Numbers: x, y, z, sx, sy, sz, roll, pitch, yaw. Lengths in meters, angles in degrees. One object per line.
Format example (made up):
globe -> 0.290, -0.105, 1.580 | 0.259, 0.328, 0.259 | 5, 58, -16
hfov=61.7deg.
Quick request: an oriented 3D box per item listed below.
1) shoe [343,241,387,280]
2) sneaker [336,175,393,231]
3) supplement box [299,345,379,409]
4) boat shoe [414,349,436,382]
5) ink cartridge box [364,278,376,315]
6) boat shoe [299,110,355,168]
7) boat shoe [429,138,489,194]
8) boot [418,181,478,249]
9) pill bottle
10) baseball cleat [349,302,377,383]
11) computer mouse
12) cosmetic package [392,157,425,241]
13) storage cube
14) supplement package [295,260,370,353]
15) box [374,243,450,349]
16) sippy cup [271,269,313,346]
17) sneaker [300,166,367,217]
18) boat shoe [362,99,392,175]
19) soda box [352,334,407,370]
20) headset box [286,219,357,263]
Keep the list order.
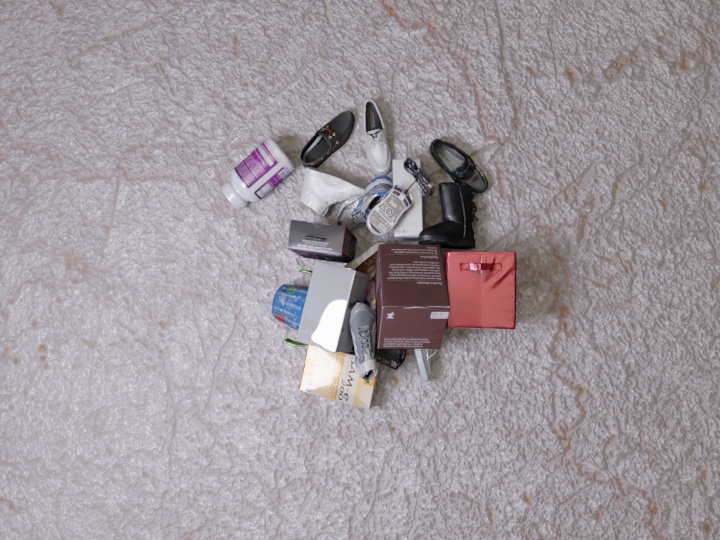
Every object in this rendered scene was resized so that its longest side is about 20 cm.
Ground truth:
shoe -> 0.000, 0.000, 1.575 | 0.200, 0.053, 0.070 | -45, 103, 1
sneaker -> 0.011, -0.159, 1.585 | 0.200, 0.076, 0.086 | -42, 41, 27
supplement box -> -0.052, 0.277, 1.590 | 0.195, 0.073, 0.130 | 12, 87, 10
boat shoe -> 0.178, 0.181, 1.567 | 0.084, 0.075, 0.207 | -10, 74, 5
ink cartridge box -> 0.031, 0.092, 1.615 | 0.095, 0.037, 0.200 | -43, 82, 3
boat shoe -> -0.089, -0.362, 1.663 | 0.074, 0.063, 0.202 | 43, 91, 13
boat shoe -> 0.260, -0.279, 1.593 | 0.074, 0.066, 0.200 | -42, 80, 3
boot -> 0.221, -0.142, 1.535 | 0.194, 0.073, 0.167 | 3, 81, -34
pill bottle -> -0.285, -0.262, 1.660 | 0.199, 0.112, 0.113 | -40, 80, 3
baseball cleat -> 0.017, 0.182, 1.463 | 0.068, 0.107, 0.204 | -12, 122, -9
computer mouse -> 0.091, -0.174, 1.513 | 0.110, 0.044, 0.200 | 44, 92, -3
cosmetic package -> 0.128, -0.183, 1.585 | 0.079, 0.113, 0.206 | -1, 87, 10
storage cube -> 0.293, 0.048, 1.494 | 0.166, 0.200, 0.185 | 0, 90, 7
supplement package -> -0.066, 0.091, 1.503 | 0.115, 0.117, 0.205 | 14, 89, 21
box -> 0.120, 0.063, 1.480 | 0.161, 0.166, 0.204 | 1, 49, -3
sippy cup -> -0.162, 0.098, 1.604 | 0.127, 0.141, 0.181 | 15, 62, 20
sneaker -> -0.068, -0.198, 1.648 | 0.195, 0.074, 0.118 | 18, 104, 4
boat shoe -> 0.043, -0.364, 1.638 | 0.070, 0.066, 0.206 | -7, 83, 8
soda box -> 0.024, 0.181, 1.564 | 0.196, 0.063, 0.073 | 20, 114, 21
headset box -> -0.098, -0.073, 1.567 | 0.145, 0.200, 0.080 | 7, 86, 9
